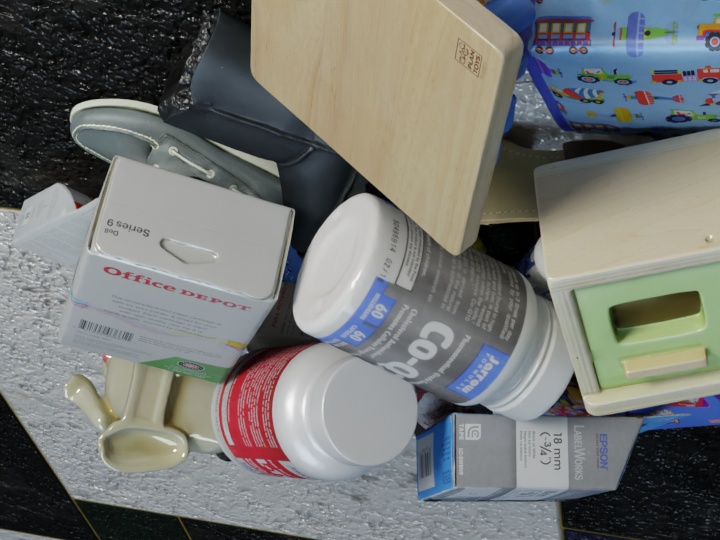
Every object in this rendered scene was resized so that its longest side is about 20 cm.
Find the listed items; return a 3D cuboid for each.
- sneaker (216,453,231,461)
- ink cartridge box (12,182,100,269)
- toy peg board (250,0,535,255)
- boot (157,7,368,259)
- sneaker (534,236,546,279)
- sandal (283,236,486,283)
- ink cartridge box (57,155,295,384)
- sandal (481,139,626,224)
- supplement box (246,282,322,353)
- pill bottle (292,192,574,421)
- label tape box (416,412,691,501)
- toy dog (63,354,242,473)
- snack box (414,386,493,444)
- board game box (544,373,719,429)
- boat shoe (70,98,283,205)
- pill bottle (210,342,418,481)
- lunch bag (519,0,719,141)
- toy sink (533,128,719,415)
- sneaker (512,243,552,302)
[{"bbox_3d":[-0.168,0.142,1.547,0.199,0.076,0.114,12,142,-3],"label":"sneaker"},{"bbox_3d":[-0.182,-0.033,1.275,0.160,0.047,0.200,26,154,-30],"label":"ink cartridge box"},{"bbox_3d":[0.034,-0.150,0.927,0.199,0.098,0.200,42,154,20],"label":"toy peg board"},{"bbox_3d":[-0.072,-0.100,1.129,0.168,0.077,0.200,19,141,-11],"label":"boot"},{"bbox_3d":[0.209,-0.049,1.093,0.200,0.075,0.088,-17,138,27],"label":"sneaker"},{"bbox_3d":[0.000,0.000,1.247,0.199,0.087,0.080,3,147,24],"label":"sandal"},{"bbox_3d":[-0.148,0.006,1.174,0.145,0.088,0.200,16,156,-11],"label":"ink cartridge box"},{"bbox_3d":[0.115,-0.059,1.113,0.211,0.078,0.070,4,164,31],"label":"sandal"},{"bbox_3d":[0.004,0.069,1.359,0.199,0.074,0.126,6,148,15],"label":"supplement box"},{"bbox_3d":[0.060,0.033,1.125,0.200,0.114,0.114,26,147,-23],"label":"pill bottle"},{"bbox_3d":[0.158,0.158,1.247,0.199,0.064,0.144,1,167,-9],"label":"label tape box"},{"bbox_3d":[-0.175,0.094,1.388,0.193,0.140,0.200,2,-173,-21],"label":"toy dog"},{"bbox_3d":[0.080,0.125,1.321,0.072,0.024,0.200,5,148,13],"label":"snack box"},{"bbox_3d":[0.218,0.088,1.296,0.134,0.045,0.200,37,150,-30],"label":"board game box"},{"bbox_3d":[-0.146,-0.078,1.213,0.199,0.062,0.073,22,149,-7],"label":"boat shoe"},{"bbox_3d":[-0.037,0.115,1.227,0.112,0.113,0.200,31,162,-21],"label":"pill bottle"},{"bbox_3d":[0.195,-0.130,0.972,0.150,0.094,0.200,3,157,17],"label":"lunch bag"},{"bbox_3d":[0.204,0.020,1.025,0.130,0.112,0.200,-11,139,11],"label":"toy sink"},{"bbox_3d":[0.147,0.006,1.216,0.199,0.075,0.088,-13,129,26],"label":"sneaker"}]
